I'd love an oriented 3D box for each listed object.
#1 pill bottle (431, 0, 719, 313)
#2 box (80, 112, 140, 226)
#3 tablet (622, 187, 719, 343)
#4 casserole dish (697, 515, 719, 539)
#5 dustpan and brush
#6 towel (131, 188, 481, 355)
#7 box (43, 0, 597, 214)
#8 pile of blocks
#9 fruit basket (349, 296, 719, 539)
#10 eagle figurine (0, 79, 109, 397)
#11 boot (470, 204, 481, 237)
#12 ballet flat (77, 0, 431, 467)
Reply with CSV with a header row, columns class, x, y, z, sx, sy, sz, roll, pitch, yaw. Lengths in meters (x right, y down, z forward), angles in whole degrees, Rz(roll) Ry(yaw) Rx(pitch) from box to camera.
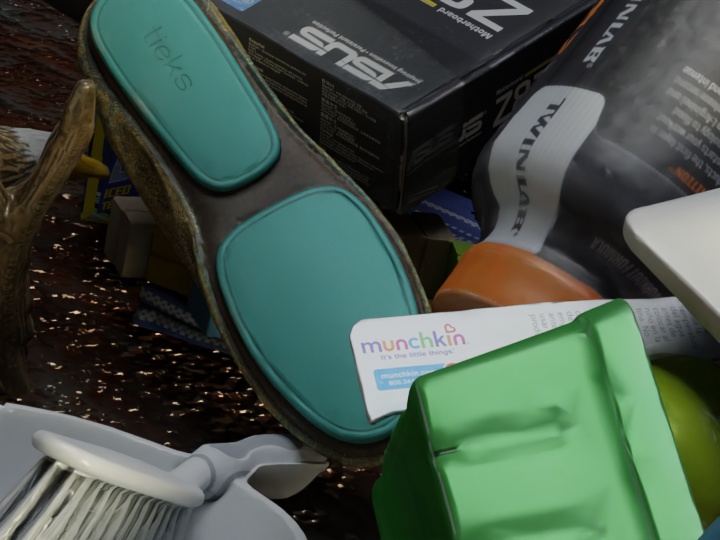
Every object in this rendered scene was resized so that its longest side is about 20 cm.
class,x,y,z,sx,sy,sz,roll,pitch,yaw
pill bottle,0.107,-0.042,0.791,0.106,0.106,0.200,25,67,33
box,-0.072,-0.067,0.991,0.070,0.065,0.200,9,15,-5
tablet,0.174,0.011,0.672,0.199,0.014,0.130,-14,53,-44
casserole dish,0.141,0.106,0.547,0.121,0.200,0.039,-42,19,-12
dustpan and brush,-0.059,0.066,0.687,0.139,0.058,0.200,23,-1,23
towel,0.023,0.015,0.929,0.144,0.024,0.200,24,26,24
box,-0.005,-0.113,0.906,0.200,0.049,0.161,32,48,30
pile of blocks,0.000,0.000,0.846,0.199,0.063,0.082,17,24,11
fruit basket,0.108,0.085,0.632,0.199,0.094,0.186,0,54,-21
eagle figurine,-0.159,-0.051,0.836,0.200,0.152,0.151,54,7,38
boot,0.147,-0.011,0.928,0.167,0.077,0.200,20,9,25
ballet flat,-0.033,-0.012,0.800,0.070,0.071,0.201,-10,57,-43
